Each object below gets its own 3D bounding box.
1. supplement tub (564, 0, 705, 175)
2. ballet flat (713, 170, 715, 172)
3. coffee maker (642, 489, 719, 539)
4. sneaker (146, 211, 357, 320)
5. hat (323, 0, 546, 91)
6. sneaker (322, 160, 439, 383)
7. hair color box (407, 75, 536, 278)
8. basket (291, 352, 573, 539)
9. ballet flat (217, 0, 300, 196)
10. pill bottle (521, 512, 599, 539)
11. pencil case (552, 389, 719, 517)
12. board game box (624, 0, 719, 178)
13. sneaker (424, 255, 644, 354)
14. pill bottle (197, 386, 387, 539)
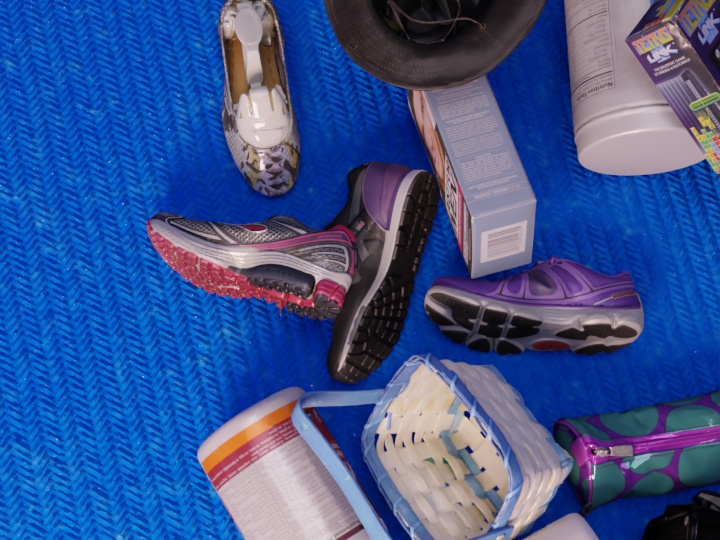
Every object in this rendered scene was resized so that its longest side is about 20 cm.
[{"bbox_3d":[0.254,-0.202,1.209,0.130,0.132,0.203,-2,76,-3],"label":"supplement tub"},{"bbox_3d":[0.355,-0.186,1.241,0.067,0.067,0.203,-3,76,-5],"label":"ballet flat"},{"bbox_3d":[0.334,0.273,1.055,0.198,0.192,0.136,15,95,-1],"label":"coffee maker"},{"bbox_3d":[-0.096,-0.016,1.167,0.198,0.081,0.075,15,67,16],"label":"sneaker"},{"bbox_3d":[0.069,-0.237,1.136,0.198,0.081,0.203,-2,77,8],"label":"hat"},{"bbox_3d":[0.000,0.000,1.191,0.087,0.076,0.202,16,82,31],"label":"sneaker"},{"bbox_3d":[0.095,-0.107,1.167,0.060,0.099,0.202,-14,59,-5],"label":"hair color box"},{"bbox_3d":[0.060,0.159,1.067,0.198,0.140,0.177,3,39,-41],"label":"basket"},{"bbox_3d":[-0.097,-0.171,1.219,0.071,0.072,0.203,-8,77,-4],"label":"ballet flat"},{"bbox_3d":[0.117,0.292,1.068,0.198,0.114,0.115,-28,79,-1],"label":"pill bottle"},{"bbox_3d":[0.271,0.151,1.142,0.197,0.093,0.086,-11,76,-6],"label":"pencil case"},{"bbox_3d":[0.332,-0.196,1.148,0.166,0.056,0.200,51,53,-13],"label":"board game box"},{"bbox_3d":[0.154,0.026,1.189,0.197,0.081,0.084,5,58,-8],"label":"sneaker"},{"bbox_3d":[-0.044,0.209,1.105,0.109,0.110,0.201,-31,79,-9],"label":"pill bottle"}]
